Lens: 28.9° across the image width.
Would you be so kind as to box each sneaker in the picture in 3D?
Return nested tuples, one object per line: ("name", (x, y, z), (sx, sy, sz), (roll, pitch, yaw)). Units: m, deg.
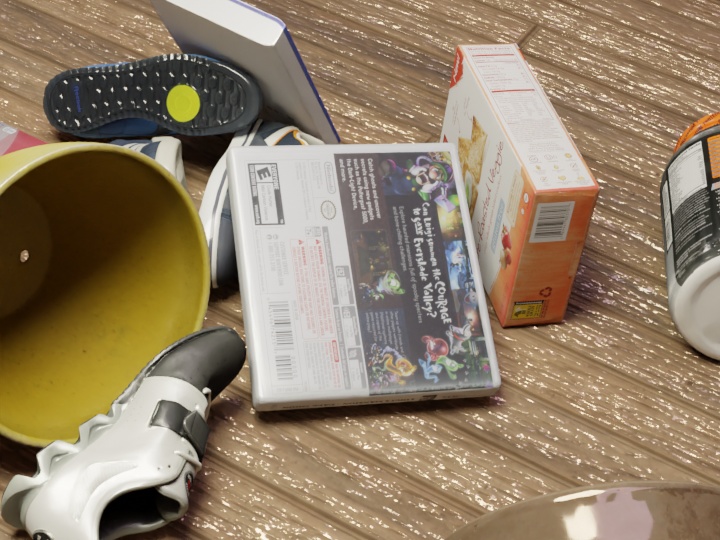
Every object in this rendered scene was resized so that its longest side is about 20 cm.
("sneaker", (-0.128, 0.119, 0.906), (0.088, 0.075, 0.200), (31, 55, 24))
("sneaker", (-0.175, -0.062, 1.065), (0.083, 0.076, 0.200), (-9, 8, -10))
("sneaker", (-0.076, -0.057, 1.112), (0.078, 0.079, 0.201), (9, 39, 6))
("sneaker", (-0.166, -0.145, 1.175), (0.198, 0.067, 0.078), (1, 5, 21))

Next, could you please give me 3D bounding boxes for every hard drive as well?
("hard drive", (-0.095, -0.170, 1.160), (0.131, 0.200, 0.026), (27, 78, 20))

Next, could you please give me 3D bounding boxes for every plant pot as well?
("plant pot", (0.142, 0.231, 0.755), (0.198, 0.201, 0.176), (0, 58, -10))
("plant pot", (-0.223, 0.003, 0.951), (0.199, 0.202, 0.141), (-27, 30, -35))

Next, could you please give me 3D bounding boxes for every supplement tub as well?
("supplement tub", (0.304, -0.033, 1.123), (0.121, 0.123, 0.201), (10, 40, 1))

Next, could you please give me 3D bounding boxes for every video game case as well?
("video game case", (0.000, 0.000, 1.030), (0.179, 0.023, 0.202), (-2, 66, -15))

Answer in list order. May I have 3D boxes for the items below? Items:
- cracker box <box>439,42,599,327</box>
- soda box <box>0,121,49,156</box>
("cracker box", (0.119, -0.072, 1.124), (0.057, 0.135, 0.201), (-4, 41, -14))
("soda box", (-0.307, -0.030, 1.041), (0.063, 0.071, 0.200), (24, 42, 16))
